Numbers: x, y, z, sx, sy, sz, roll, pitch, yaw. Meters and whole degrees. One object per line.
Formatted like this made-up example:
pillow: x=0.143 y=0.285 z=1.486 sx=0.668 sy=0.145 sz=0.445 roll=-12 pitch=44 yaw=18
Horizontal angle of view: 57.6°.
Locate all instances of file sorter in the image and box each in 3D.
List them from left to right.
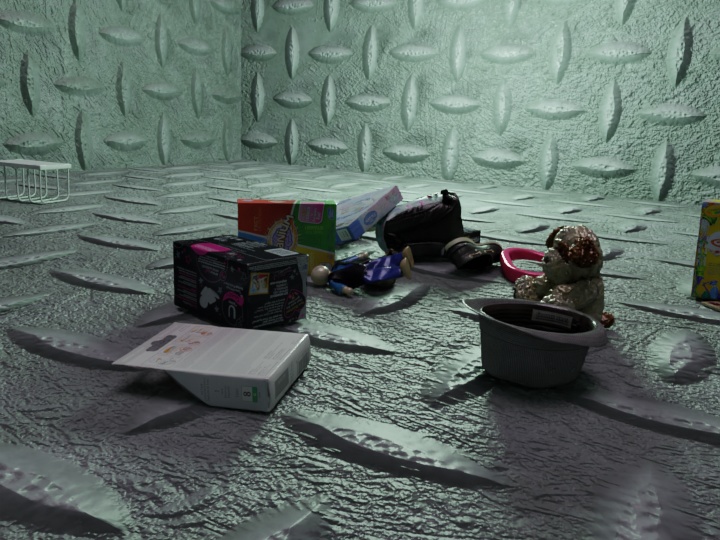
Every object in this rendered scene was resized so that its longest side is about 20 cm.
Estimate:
file sorter: x=-1.069 y=-0.291 z=2.130 sx=0.200 sy=0.125 sz=0.139 roll=7 pitch=14 yaw=16

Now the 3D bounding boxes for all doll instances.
doll: x=0.000 y=0.000 z=1.255 sx=0.200 sy=0.049 sz=0.137 roll=-10 pitch=31 yaw=17

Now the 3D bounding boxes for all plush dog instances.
plush dog: x=0.351 y=0.010 z=1.078 sx=0.160 sy=0.172 sz=0.200 roll=2 pitch=13 yaw=-3

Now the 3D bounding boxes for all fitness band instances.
fitness band: x=0.380 y=-0.011 z=1.428 sx=0.143 sy=0.037 sz=0.200 roll=4 pitch=19 yaw=2

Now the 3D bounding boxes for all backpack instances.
backpack: x=0.136 y=-0.094 z=1.543 sx=0.200 sy=0.167 sz=0.127 roll=-15 pitch=9 yaw=-11

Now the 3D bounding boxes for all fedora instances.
fedora: x=0.225 y=0.099 z=0.870 sx=0.200 sy=0.090 sz=0.177 roll=1 pitch=14 yaw=-33

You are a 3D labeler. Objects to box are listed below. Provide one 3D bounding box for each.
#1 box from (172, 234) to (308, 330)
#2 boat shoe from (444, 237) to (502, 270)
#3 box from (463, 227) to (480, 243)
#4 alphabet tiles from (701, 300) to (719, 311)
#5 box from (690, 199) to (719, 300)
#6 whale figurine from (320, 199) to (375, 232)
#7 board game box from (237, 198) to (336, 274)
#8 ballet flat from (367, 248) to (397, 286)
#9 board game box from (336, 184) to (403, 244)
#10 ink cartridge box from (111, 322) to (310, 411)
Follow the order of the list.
box: x=-0.198 y=0.017 z=1.073 sx=0.200 sy=0.115 sz=0.132 roll=16 pitch=18 yaw=40
boat shoe: x=0.264 y=-0.029 z=1.464 sx=0.074 sy=0.063 sz=0.201 roll=-39 pitch=-25 yaw=31
box: x=0.192 y=-0.093 z=1.734 sx=0.200 sy=0.044 sz=0.160 roll=15 pitch=19 yaw=41
alphabet tiles: x=0.766 y=0.086 z=1.198 sx=0.167 sy=0.008 sz=0.200 roll=-1 pitch=15 yaw=-15
box: x=0.773 y=-0.037 z=1.281 sx=0.200 sy=0.193 sz=0.122 roll=9 pitch=12 yaw=32
whale figurine: x=-0.050 y=-0.136 z=1.734 sx=0.200 sy=0.104 sz=0.159 roll=-6 pitch=16 yaw=-25
board game box: x=-0.152 y=-0.068 z=1.346 sx=0.200 sy=0.153 sz=0.040 roll=-1 pitch=16 yaw=-11
ballet flat: x=0.051 y=-0.007 z=1.354 sx=0.067 sy=0.046 sz=0.200 roll=6 pitch=15 yaw=14
board game box: x=-0.030 y=-0.121 z=1.540 sx=0.200 sy=0.043 sz=0.199 roll=-9 pitch=26 yaw=46
ink cartridge box: x=-0.180 y=0.117 z=0.827 sx=0.200 sy=0.050 sz=0.161 roll=2 pitch=14 yaw=12
